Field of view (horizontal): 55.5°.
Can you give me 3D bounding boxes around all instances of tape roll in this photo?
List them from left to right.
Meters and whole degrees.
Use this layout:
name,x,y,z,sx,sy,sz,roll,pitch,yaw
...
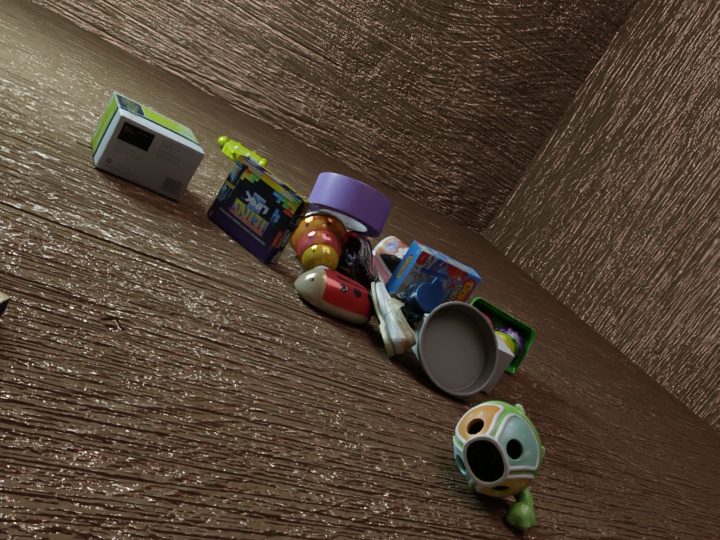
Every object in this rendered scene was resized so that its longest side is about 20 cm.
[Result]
name,x,y,z,sx,sy,sz,roll,pitch,yaw
tape roll,-0.028,-0.161,1.704,0.200,0.085,0.200,22,-9,4

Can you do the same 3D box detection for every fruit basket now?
name,x,y,z,sx,sy,sz,roll,pitch,yaw
fruit basket,0.356,0.182,1.806,0.215,0.156,0.216,29,-4,2

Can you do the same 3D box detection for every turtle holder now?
name,x,y,z,sx,sy,sz,roll,pitch,yaw
turtle holder,0.216,0.309,1.100,0.141,0.186,0.132,3,2,23

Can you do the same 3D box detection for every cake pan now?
name,x,y,z,sx,sy,sz,roll,pitch,yaw
cake pan,0.203,0.167,1.455,0.200,0.200,0.037,27,-23,-19

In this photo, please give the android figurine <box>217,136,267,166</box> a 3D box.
name,x,y,z,sx,sy,sz,roll,pitch,yaw
android figurine,-0.404,-0.398,2.333,0.182,0.041,0.200,30,12,-8

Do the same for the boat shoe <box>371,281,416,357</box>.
name,x,y,z,sx,sy,sz,roll,pitch,yaw
boat shoe,0.070,0.100,1.481,0.075,0.068,0.200,75,0,-47

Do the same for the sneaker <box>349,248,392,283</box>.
name,x,y,z,sx,sy,sz,roll,pitch,yaw
sneaker,0.046,0.048,1.736,0.200,0.075,0.105,52,50,-13

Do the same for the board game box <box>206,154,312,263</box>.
name,x,y,z,sx,sy,sz,roll,pitch,yaw
board game box,-0.233,-0.139,1.552,0.200,0.165,0.057,37,13,20

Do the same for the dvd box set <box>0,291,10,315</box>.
name,x,y,z,sx,sy,sz,roll,pitch,yaw
dvd box set,-0.504,0.011,0.731,0.200,0.029,0.146,30,14,-7

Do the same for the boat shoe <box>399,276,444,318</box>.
name,x,y,z,sx,sy,sz,roll,pitch,yaw
boat shoe,0.136,0.066,1.518,0.200,0.069,0.084,-10,82,-69

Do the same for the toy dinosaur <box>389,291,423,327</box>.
name,x,y,z,sx,sy,sz,roll,pitch,yaw
toy dinosaur,0.119,0.113,1.606,0.200,0.088,0.047,28,29,-44

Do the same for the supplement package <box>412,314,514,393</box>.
name,x,y,z,sx,sy,sz,roll,pitch,yaw
supplement package,0.229,0.178,1.572,0.200,0.114,0.110,26,15,-19

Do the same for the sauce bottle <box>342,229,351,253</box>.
name,x,y,z,sx,sy,sz,roll,pitch,yaw
sauce bottle,-0.081,-0.087,1.810,0.066,0.066,0.200,19,-2,-43

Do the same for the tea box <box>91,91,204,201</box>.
name,x,y,z,sx,sy,sz,roll,pitch,yaw
tea box,-0.489,-0.284,1.563,0.200,0.134,0.197,24,17,-32

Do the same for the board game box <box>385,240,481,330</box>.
name,x,y,z,sx,sy,sz,roll,pitch,yaw
board game box,0.161,0.054,1.671,0.196,0.200,0.056,23,17,-29

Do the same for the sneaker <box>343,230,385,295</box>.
name,x,y,z,sx,sy,sz,roll,pitch,yaw
sneaker,0.000,0.000,1.641,0.075,0.081,0.200,34,34,-66

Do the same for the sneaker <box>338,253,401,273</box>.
name,x,y,z,sx,sy,sz,roll,pitch,yaw
sneaker,0.010,-0.005,1.810,0.200,0.091,0.076,8,13,-3

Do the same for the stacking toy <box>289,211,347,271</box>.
name,x,y,z,sx,sy,sz,roll,pitch,yaw
stacking toy,-0.093,-0.033,1.631,0.146,0.146,0.200,25,32,-28

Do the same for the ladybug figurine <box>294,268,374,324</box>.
name,x,y,z,sx,sy,sz,roll,pitch,yaw
ladybug figurine,-0.047,0.052,1.493,0.200,0.072,0.136,24,16,-30

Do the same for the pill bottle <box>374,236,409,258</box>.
name,x,y,z,sx,sy,sz,roll,pitch,yaw
pill bottle,0.133,-0.003,1.984,0.200,0.112,0.112,40,16,28
